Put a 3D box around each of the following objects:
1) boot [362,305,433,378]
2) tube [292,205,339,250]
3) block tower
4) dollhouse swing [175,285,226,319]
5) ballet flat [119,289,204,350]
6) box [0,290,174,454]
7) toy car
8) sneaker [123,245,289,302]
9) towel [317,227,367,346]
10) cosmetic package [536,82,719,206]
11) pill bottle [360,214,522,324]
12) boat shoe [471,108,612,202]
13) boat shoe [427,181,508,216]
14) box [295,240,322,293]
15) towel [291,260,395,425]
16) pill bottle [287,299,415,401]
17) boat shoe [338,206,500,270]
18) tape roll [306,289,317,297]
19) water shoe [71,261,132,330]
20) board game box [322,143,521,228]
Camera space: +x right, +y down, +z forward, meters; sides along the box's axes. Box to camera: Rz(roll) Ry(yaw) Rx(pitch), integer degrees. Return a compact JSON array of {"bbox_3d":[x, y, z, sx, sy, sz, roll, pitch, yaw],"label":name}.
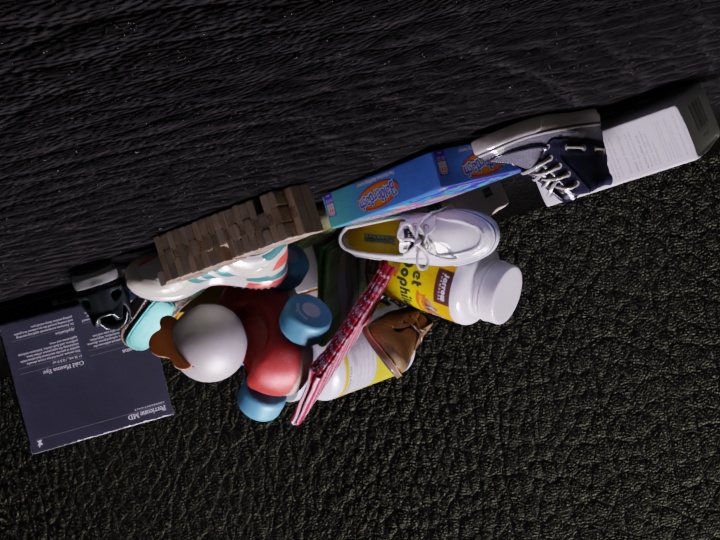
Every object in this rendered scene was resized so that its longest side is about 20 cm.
[{"bbox_3d":[0.052,0.081,1.640,0.075,0.074,0.200,-33,-172,9],"label":"boot"},{"bbox_3d":[-0.061,-0.058,1.616,0.199,0.058,0.052,-23,133,25],"label":"tube"},{"bbox_3d":[-0.138,-0.038,1.365,0.199,0.058,0.054,-20,176,34],"label":"block tower"},{"bbox_3d":[-0.280,0.094,1.885,0.175,0.183,0.200,29,-158,27],"label":"dollhouse swing"},{"bbox_3d":[-0.240,0.014,1.600,0.200,0.068,0.067,-44,-146,17],"label":"ballet flat"},{"bbox_3d":[-0.373,0.124,1.713,0.199,0.183,0.104,-14,-167,-15],"label":"box"},{"bbox_3d":[-0.169,0.074,1.565,0.199,0.177,0.185,3,136,-32],"label":"toy car"},{"bbox_3d":[-0.180,-0.021,1.492,0.198,0.071,0.094,-5,142,-12],"label":"sneaker"},{"bbox_3d":[0.000,0.000,1.693,0.031,0.150,0.200,12,-153,24],"label":"towel"},{"bbox_3d":[0.309,-0.147,1.494,0.199,0.074,0.102,-19,-170,37],"label":"cosmetic package"},{"bbox_3d":[0.105,0.003,1.644,0.199,0.110,0.109,19,-162,31],"label":"pill bottle"},{"bbox_3d":[0.206,-0.118,1.382,0.199,0.093,0.074,-15,178,-41],"label":"boat shoe"},{"bbox_3d":[0.124,-0.083,1.688,0.092,0.075,0.200,-26,175,26],"label":"boat shoe"},{"bbox_3d":[-0.111,-0.006,1.799,0.124,0.098,0.200,-18,178,4],"label":"box"},{"bbox_3d":[-0.024,0.090,1.597,0.200,0.022,0.145,-55,173,-33],"label":"towel"},{"bbox_3d":[-0.029,0.116,1.769,0.199,0.113,0.112,-16,178,-35],"label":"pill bottle"},{"bbox_3d":[0.066,-0.041,1.548,0.201,0.075,0.086,4,-171,19],"label":"boat shoe"},{"bbox_3d":[-0.084,0.057,1.802,0.202,0.037,0.203,-17,178,-1],"label":"tape roll"},{"bbox_3d":[-0.318,0.038,1.567,0.071,0.079,0.200,-16,178,-3],"label":"water shoe"},{"bbox_3d":[0.075,-0.102,1.453,0.152,0.045,0.199,-15,179,-39],"label":"board game box"}]
